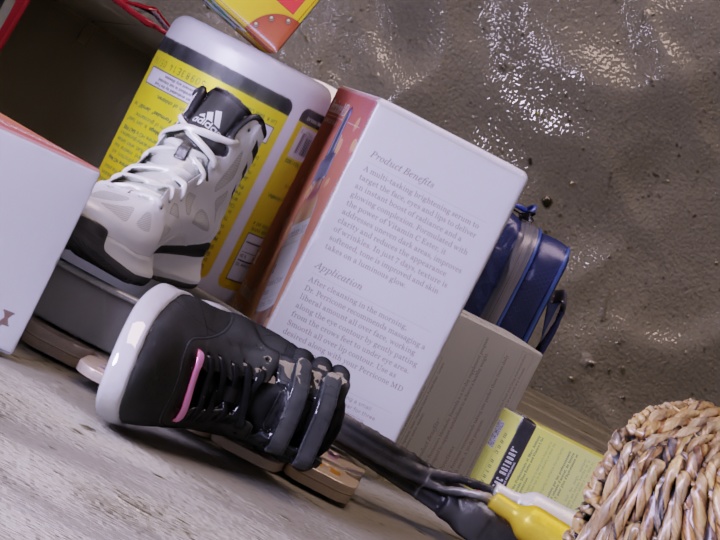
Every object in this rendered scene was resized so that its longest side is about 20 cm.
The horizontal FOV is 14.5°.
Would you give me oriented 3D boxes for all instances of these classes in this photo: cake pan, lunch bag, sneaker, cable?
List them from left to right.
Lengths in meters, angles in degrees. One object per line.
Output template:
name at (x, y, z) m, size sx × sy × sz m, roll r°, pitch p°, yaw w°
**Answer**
cake pan at (-0.138, 0.017, 1.611) m, size 0.200 × 0.037 × 0.200 m, roll 27°, pitch 4°, yaw -2°
sneaker at (-0.117, -0.056, 1.580) m, size 0.075 × 0.116 × 0.200 m, roll 28°, pitch 5°, yaw 13°
sneaker at (-0.061, 0.058, 1.417) m, size 0.099 × 0.071 × 0.200 m, roll 24°, pitch 6°, yaw 14°
cable at (0.053, 0.117, 1.612) m, size 0.200 × 0.050 × 0.097 m, roll 36°, pitch 1°, yaw -10°
lunch bag at (0.073, 0.034, 2.084) m, size 0.132 × 0.201 × 0.136 m, roll 29°, pitch -3°, yaw -4°

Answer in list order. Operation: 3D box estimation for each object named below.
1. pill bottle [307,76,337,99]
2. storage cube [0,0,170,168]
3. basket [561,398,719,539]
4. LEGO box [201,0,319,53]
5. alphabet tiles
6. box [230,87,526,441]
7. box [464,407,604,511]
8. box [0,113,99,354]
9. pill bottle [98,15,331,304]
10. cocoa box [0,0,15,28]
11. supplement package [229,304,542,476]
pill bottle at (-0.067, -0.043, 2.028) m, size 0.112 × 0.200 × 0.113 m, roll 13°, pitch 48°, yaw -15°
storage cube at (-0.212, -0.105, 2.013) m, size 0.171 × 0.201 × 0.180 m, roll 31°, pitch -3°, yaw -20°
basket at (0.209, 0.159, 1.477) m, size 0.149 × 0.143 × 0.200 m, roll 27°, pitch 2°, yaw 30°
LEGO box at (-0.084, -0.253, 1.715) m, size 0.200 × 0.149 × 0.077 m, roll 40°, pitch -2°, yaw -11°
alphabet tiles at (-0.090, 0.075, 1.561) m, size 0.199 × 0.015 × 0.196 m, roll 27°, pitch 4°, yaw 1°
box at (0.000, 0.000, 1.771) m, size 0.106 × 0.201 × 0.152 m, roll 26°, pitch 1°, yaw -11°
box at (0.167, 0.163, 1.811) m, size 0.199 × 0.076 × 0.050 m, roll 25°, pitch 2°, yaw -11°
box at (-0.259, -0.058, 1.449) m, size 0.152 × 0.107 × 0.200 m, roll 25°, pitch 2°, yaw -45°
pill bottle at (-0.109, -0.047, 1.764) m, size 0.112 × 0.201 × 0.112 m, roll 27°, pitch 2°, yaw -1°
cocoa box at (-0.302, -0.143, 1.684) m, size 0.133 × 0.201 × 0.131 m, roll 30°, pitch 3°, yaw 5°
supplement package at (0.002, 0.054, 1.922) m, size 0.199 × 0.110 × 0.114 m, roll 26°, pitch 2°, yaw -15°
